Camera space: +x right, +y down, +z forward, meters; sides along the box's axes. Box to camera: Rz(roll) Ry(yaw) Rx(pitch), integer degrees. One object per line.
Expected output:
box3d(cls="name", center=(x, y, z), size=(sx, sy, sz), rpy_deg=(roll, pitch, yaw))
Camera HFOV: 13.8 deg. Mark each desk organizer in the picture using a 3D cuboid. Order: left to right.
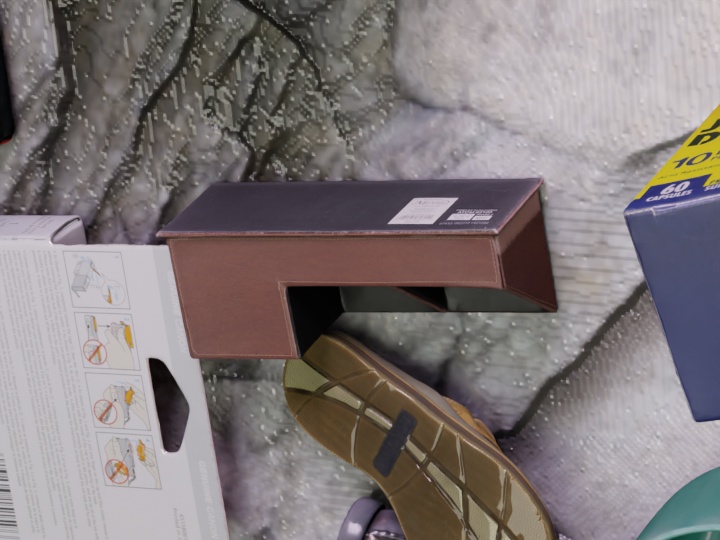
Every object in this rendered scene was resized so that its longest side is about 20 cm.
box3d(cls="desk organizer", center=(0.000, 0.000, 1.590), size=(0.199, 0.072, 0.077), rpy_deg=(0, 114, 25))

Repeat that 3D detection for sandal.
box3d(cls="sandal", center=(0.040, 0.104, 1.632), size=(0.200, 0.054, 0.081), rpy_deg=(43, 118, 20))

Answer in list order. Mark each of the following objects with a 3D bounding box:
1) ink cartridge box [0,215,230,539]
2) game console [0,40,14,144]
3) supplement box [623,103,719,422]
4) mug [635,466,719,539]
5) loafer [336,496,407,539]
box3d(cls="ink cartridge box", center=(-0.156, 0.067, 1.708), size=(0.173, 0.044, 0.201), rpy_deg=(1, 112, 24))
box3d(cls="game console", center=(-0.292, -0.158, 1.664), size=(0.176, 0.031, 0.201), rpy_deg=(-5, 111, 5))
box3d(cls="supplement box", center=(0.217, -0.024, 1.399), size=(0.108, 0.200, 0.110), rpy_deg=(-12, 106, 28))
box3d(cls="mug", center=(0.199, 0.166, 1.542), size=(0.185, 0.114, 0.152), rpy_deg=(34, 122, 9))
box3d(cls="loafer", center=(0.007, 0.227, 1.688), size=(0.063, 0.072, 0.201), rpy_deg=(15, 114, 14))
